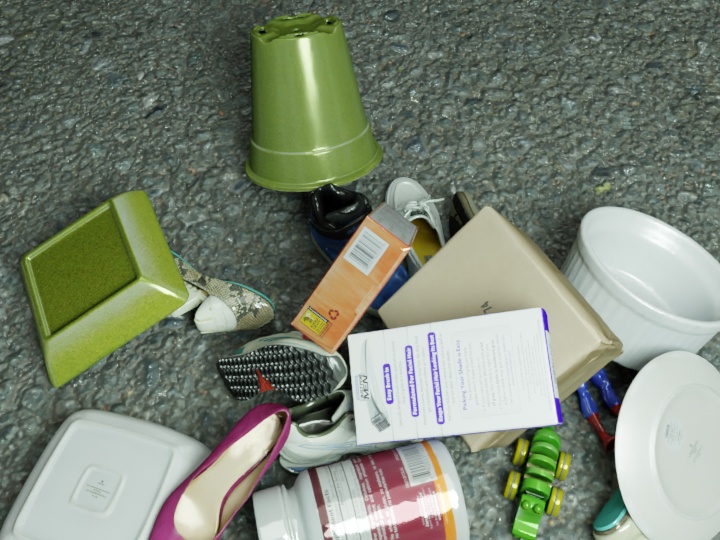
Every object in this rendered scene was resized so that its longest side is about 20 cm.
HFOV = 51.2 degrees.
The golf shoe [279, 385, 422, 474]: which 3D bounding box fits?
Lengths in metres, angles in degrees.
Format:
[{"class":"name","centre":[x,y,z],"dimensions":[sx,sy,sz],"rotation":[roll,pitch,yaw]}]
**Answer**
[{"class":"golf shoe","centre":[0.003,0.160,0.821],"dimensions":[0.198,0.098,0.079],"rotation":[-18,54,-14]}]

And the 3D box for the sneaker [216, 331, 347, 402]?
[{"class":"sneaker","centre":[-0.074,0.094,0.837],"dimensions":[0.198,0.071,0.093],"rotation":[-13,17,46]}]

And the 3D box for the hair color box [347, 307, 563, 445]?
[{"class":"hair color box","centre":[0.091,0.108,0.743],"dimensions":[0.197,0.065,0.111],"rotation":[-9,76,17]}]

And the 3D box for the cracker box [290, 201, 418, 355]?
[{"class":"cracker box","centre":[0.000,0.000,0.819],"dimensions":[0.057,0.200,0.135],"rotation":[36,101,1]}]

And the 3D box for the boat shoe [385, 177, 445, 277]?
[{"class":"boat shoe","centre":[0.076,-0.062,0.989],"dimensions":[0.073,0.087,0.204],"rotation":[-6,54,-5]}]

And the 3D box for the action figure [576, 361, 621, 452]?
[{"class":"action figure","centre":[0.260,0.111,0.889],"dimensions":[0.065,0.052,0.201],"rotation":[-20,54,-10]}]

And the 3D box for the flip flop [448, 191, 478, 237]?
[{"class":"flip flop","centre":[0.162,-0.023,0.976],"dimensions":[0.057,0.082,0.202],"rotation":[2,47,-16]}]

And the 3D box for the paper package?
[{"class":"paper package","centre":[0.150,0.067,0.832],"dimensions":[0.191,0.103,0.201],"rotation":[-44,61,16]}]

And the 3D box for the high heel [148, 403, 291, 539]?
[{"class":"high heel","centre":[-0.138,0.212,0.721],"dimensions":[0.067,0.096,0.201],"rotation":[35,61,-7]}]

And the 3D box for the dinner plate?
[{"class":"dinner plate","centre":[0.339,0.185,0.772],"dimensions":[0.198,0.024,0.203],"rotation":[4,82,-27]}]

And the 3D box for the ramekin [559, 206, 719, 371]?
[{"class":"ramekin","centre":[0.328,0.024,0.885],"dimensions":[0.198,0.098,0.202],"rotation":[15,39,-12]}]

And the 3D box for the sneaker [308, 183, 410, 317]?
[{"class":"sneaker","centre":[0.000,-0.029,0.947],"dimensions":[0.076,0.112,0.200],"rotation":[-32,60,-16]}]

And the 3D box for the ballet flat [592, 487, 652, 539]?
[{"class":"ballet flat","centre":[0.316,0.226,0.800],"dimensions":[0.069,0.070,0.200],"rotation":[34,62,23]}]

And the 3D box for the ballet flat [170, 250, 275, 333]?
[{"class":"ballet flat","centre":[-0.201,0.037,0.928],"dimensions":[0.198,0.068,0.075],"rotation":[25,44,23]}]

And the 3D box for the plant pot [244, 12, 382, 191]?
[{"class":"plant pot","centre":[-0.074,-0.237,1.016],"dimensions":[0.197,0.192,0.201],"rotation":[-4,33,3]}]

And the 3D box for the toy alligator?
[{"class":"toy alligator","centre":[0.182,0.237,0.790],"dimensions":[0.059,0.055,0.201],"rotation":[17,55,13]}]

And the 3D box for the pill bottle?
[{"class":"pill bottle","centre":[-0.002,0.246,0.747],"dimensions":[0.197,0.115,0.115],"rotation":[-12,54,-8]}]

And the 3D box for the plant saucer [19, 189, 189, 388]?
[{"class":"plant saucer","centre":[-0.332,0.007,0.925],"dimensions":[0.199,0.048,0.201],"rotation":[-33,58,1]}]

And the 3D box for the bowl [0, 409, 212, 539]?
[{"class":"bowl","centre":[-0.264,0.240,0.778],"dimensions":[0.197,0.075,0.201],"rotation":[13,54,11]}]
